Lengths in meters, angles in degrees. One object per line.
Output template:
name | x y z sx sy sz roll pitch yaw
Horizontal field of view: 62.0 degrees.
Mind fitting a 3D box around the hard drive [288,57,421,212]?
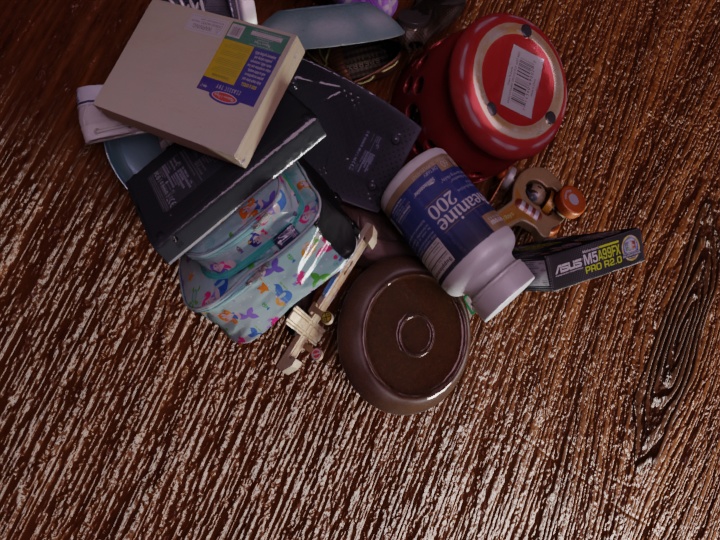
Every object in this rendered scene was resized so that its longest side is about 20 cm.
hard drive | -0.035 -0.171 0.749 0.195 0.043 0.138 22 110 -21

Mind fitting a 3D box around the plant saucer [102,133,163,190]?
plant saucer | -0.212 -0.167 0.736 0.193 0.027 0.208 1 88 -22

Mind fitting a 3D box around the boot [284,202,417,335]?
boot | 0.000 0.000 0.800 0.194 0.064 0.194 9 86 -26

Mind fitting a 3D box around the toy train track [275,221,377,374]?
toy train track | -0.031 0.038 0.712 0.032 0.115 0.203 28 81 21

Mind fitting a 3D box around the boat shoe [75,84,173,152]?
boat shoe | -0.215 -0.163 0.680 0.194 0.074 0.090 -5 95 -15

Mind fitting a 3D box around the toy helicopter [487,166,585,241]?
toy helicopter | 0.226 -0.096 0.880 0.197 0.079 0.135 -29 82 -28

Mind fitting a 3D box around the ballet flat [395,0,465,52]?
ballet flat | 0.095 -0.345 0.826 0.065 0.048 0.201 18 41 15

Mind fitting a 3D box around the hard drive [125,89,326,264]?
hard drive | -0.143 -0.114 0.616 0.198 0.140 0.033 -40 136 -3

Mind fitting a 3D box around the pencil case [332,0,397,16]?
pencil case | -0.020 -0.380 0.738 0.084 0.199 0.086 -46 64 12

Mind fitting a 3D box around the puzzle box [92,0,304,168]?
puzzle box | -0.164 -0.191 0.598 0.195 0.025 0.136 23 79 23

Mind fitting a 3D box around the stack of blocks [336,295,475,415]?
stack of blocks | 0.078 0.082 0.825 0.199 0.058 0.117 -40 102 -19

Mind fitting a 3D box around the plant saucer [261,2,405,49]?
plant saucer | -0.044 -0.293 0.713 0.195 0.200 0.040 -17 117 -21

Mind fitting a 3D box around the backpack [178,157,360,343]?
backpack | -0.120 -0.031 0.671 0.200 0.179 0.150 -44 130 10

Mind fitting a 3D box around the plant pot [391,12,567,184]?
plant pot | 0.159 -0.228 0.807 0.193 0.182 0.209 1 86 -19

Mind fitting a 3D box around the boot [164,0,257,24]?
boot | -0.175 -0.289 0.674 0.087 0.200 0.075 -15 117 -17

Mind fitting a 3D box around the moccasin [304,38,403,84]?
moccasin | -0.032 -0.264 0.784 0.195 0.077 0.076 -15 93 -22

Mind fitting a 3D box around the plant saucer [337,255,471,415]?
plant saucer | 0.066 0.083 0.770 0.193 0.034 0.209 1 87 -21

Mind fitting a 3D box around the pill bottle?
pill bottle | 0.122 -0.042 0.748 0.109 0.112 0.202 -33 75 -19

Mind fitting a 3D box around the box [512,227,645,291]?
box | 0.256 -0.013 0.825 0.155 0.199 0.046 -16 94 -20
